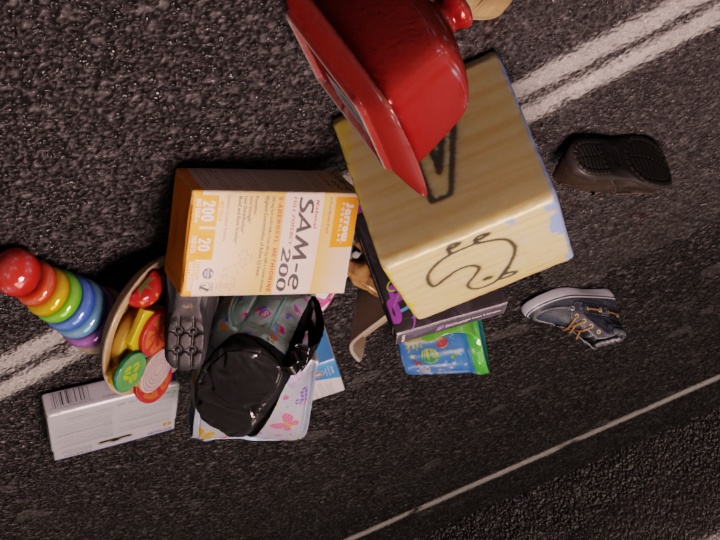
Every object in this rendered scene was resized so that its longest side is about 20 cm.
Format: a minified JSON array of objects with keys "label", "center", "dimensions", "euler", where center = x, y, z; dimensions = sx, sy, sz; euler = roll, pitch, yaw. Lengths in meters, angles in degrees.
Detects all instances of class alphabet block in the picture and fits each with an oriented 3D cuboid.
[{"label":"alphabet block","center":[0.106,-0.090,1.432],"dimensions":[0.198,0.198,0.195],"euler":[-22,155,7]}]

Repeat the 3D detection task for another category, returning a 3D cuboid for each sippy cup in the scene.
[{"label":"sippy cup","center":[0.124,0.103,1.966],"dimensions":[0.129,0.140,0.179],"euler":[-11,133,7]}]

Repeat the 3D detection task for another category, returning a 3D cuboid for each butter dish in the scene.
[{"label":"butter dish","center":[0.037,-0.203,1.165],"dimensions":[0.147,0.201,0.200],"euler":[-35,157,-2]}]

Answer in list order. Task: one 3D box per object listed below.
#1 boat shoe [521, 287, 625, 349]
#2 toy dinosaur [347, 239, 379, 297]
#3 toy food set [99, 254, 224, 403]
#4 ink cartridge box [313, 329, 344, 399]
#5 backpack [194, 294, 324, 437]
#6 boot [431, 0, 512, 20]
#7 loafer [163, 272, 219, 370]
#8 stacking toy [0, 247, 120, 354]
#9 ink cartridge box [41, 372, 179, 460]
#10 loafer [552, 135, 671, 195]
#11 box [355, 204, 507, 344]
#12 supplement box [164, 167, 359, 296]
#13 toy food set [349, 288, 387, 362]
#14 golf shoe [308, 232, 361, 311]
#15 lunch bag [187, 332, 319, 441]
[{"label":"boat shoe","center":[0.364,0.083,2.141],"dimensions":[0.199,0.092,0.071],"euler":[-3,152,-34]},{"label":"toy dinosaur","center":[0.000,0.000,1.572],"dimensions":[0.199,0.107,0.060],"euler":[31,129,-15]},{"label":"toy food set","center":[-0.246,0.070,1.568],"dimensions":[0.199,0.048,0.200],"euler":[-66,159,5]},{"label":"ink cartridge box","center":[-0.135,0.154,1.915],"dimensions":[0.198,0.084,0.145],"euler":[-19,157,-3]},{"label":"backpack","center":[-0.128,0.087,1.583],"dimensions":[0.126,0.201,0.167],"euler":[34,126,-10]},{"label":"boot","center":[0.116,-0.303,1.138],"dimensions":[0.174,0.067,0.200],"euler":[-3,153,-33]},{"label":"loafer","center":[-0.198,0.016,1.498],"dimensions":[0.067,0.203,0.070],"euler":[7,-166,-9]},{"label":"stacking toy","center":[-0.354,0.030,1.486],"dimensions":[0.085,0.086,0.200],"euler":[-25,152,12]},{"label":"ink cartridge box","center":[-0.373,0.213,1.914],"dimensions":[0.195,0.044,0.200],"euler":[-14,158,-17]},{"label":"loafer","center":[0.329,-0.135,1.680],"dimensions":[0.198,0.074,0.071],"euler":[5,157,-35]},{"label":"box","center":[0.078,-0.021,1.550],"dimensions":[0.142,0.201,0.036],"euler":[-15,154,-9]},{"label":"supplement box","center":[-0.110,-0.043,1.426],"dimensions":[0.198,0.074,0.127],"euler":[-2,114,-25]},{"label":"toy food set","center":[0.063,0.023,1.698],"dimensions":[0.060,0.144,0.200],"euler":[34,130,-22]},{"label":"golf shoe","center":[-0.040,0.000,1.669],"dimensions":[0.091,0.073,0.200],"euler":[-14,156,-16]},{"label":"lunch bag","center":[-0.152,0.155,1.767],"dimensions":[0.168,0.128,0.201],"euler":[2,128,-8]}]
